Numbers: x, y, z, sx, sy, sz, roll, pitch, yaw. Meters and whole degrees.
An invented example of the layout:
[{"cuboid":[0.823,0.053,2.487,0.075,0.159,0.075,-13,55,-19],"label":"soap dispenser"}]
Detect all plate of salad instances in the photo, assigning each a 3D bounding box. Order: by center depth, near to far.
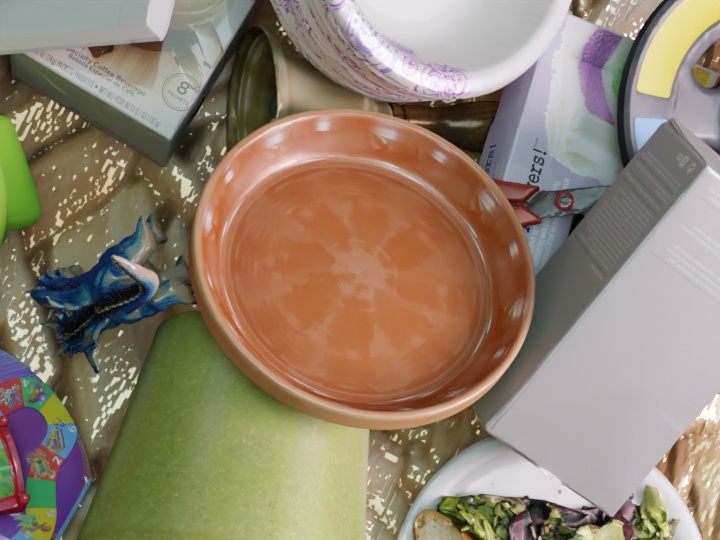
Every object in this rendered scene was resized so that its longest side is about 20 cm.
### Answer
[{"cuboid":[0.117,0.192,1.491,0.199,0.048,0.201,1,80,-8],"label":"plate of salad"}]

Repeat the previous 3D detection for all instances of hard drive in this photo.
[{"cuboid":[-0.191,-0.188,1.450,0.199,0.027,0.133,-2,64,27],"label":"hard drive"}]

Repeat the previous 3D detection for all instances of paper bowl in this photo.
[{"cuboid":[0.025,-0.199,1.451,0.200,0.104,0.202,-1,91,-35],"label":"paper bowl"}]

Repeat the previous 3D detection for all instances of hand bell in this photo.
[{"cuboid":[0.027,-0.090,1.515,0.199,0.104,0.105,3,80,-20],"label":"hand bell"}]

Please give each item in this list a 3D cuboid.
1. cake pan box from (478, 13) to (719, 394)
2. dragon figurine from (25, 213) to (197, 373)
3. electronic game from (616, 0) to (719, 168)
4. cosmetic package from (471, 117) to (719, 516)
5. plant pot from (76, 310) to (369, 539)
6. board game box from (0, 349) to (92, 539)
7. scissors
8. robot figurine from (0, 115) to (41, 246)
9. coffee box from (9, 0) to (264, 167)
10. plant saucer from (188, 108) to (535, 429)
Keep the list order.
[{"cuboid":[0.160,-0.037,1.515,0.183,0.052,0.201,20,80,-15],"label":"cake pan box"},{"cuboid":[-0.147,0.019,1.405,0.099,0.200,0.059,-35,99,2],"label":"dragon figurine"},{"cuboid":[0.247,-0.088,1.502,0.199,0.042,0.201,2,85,-20],"label":"electronic game"},{"cuboid":[0.160,0.029,1.427,0.107,0.090,0.200,37,103,-23],"label":"cosmetic package"},{"cuboid":[-0.072,0.129,1.414,0.199,0.200,0.185,13,69,-6],"label":"plant pot"},{"cuboid":[-0.246,0.128,1.430,0.158,0.039,0.201,32,66,-7],"label":"board game box"},{"cuboid":[0.107,-0.032,1.456,0.199,0.014,0.074,8,78,3],"label":"scissors"},{"cuboid":[-0.284,-0.038,1.413,0.199,0.175,0.116,-11,80,-43],"label":"robot figurine"},{"cuboid":[-0.114,-0.181,1.501,0.113,0.080,0.201,30,78,-1],"label":"coffee box"},{"cuboid":[0.000,0.000,1.398,0.199,0.032,0.201,8,59,-13],"label":"plant saucer"}]
